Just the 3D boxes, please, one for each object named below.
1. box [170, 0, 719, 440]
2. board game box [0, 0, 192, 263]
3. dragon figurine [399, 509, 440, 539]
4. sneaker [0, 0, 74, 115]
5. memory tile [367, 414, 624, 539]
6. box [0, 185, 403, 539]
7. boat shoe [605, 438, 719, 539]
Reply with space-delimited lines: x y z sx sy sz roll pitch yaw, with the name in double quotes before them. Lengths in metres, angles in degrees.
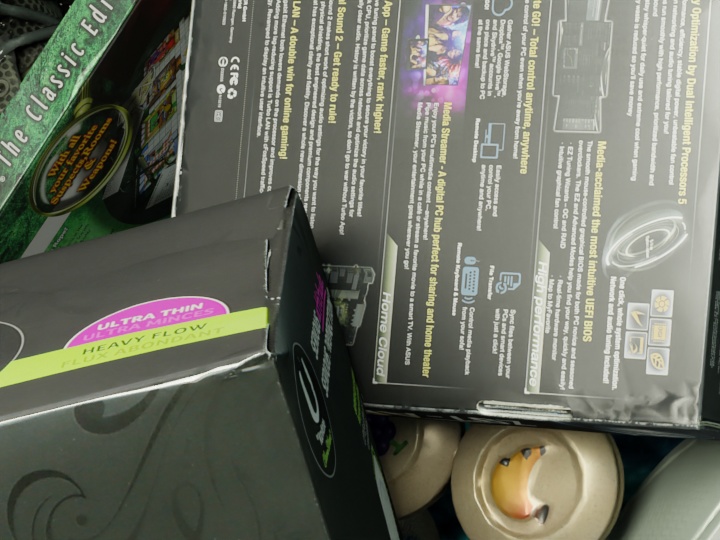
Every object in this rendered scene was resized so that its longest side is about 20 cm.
"box" 0.031 -0.059 0.802 0.159 0.043 0.201 2 84 24
"board game box" -0.078 -0.034 0.908 0.023 0.105 0.200 39 101 23
"dragon figurine" 0.000 0.000 0.885 0.099 0.059 0.201 -26 74 19
"sneaker" -0.114 -0.102 0.957 0.114 0.076 0.200 24 97 27
"memory tile" 0.013 0.022 0.836 0.153 0.017 0.201 18 92 24
"box" -0.060 0.104 0.743 0.148 0.124 0.201 -14 108 6
"boat shoe" 0.122 0.061 0.808 0.060 0.076 0.200 30 118 -12
